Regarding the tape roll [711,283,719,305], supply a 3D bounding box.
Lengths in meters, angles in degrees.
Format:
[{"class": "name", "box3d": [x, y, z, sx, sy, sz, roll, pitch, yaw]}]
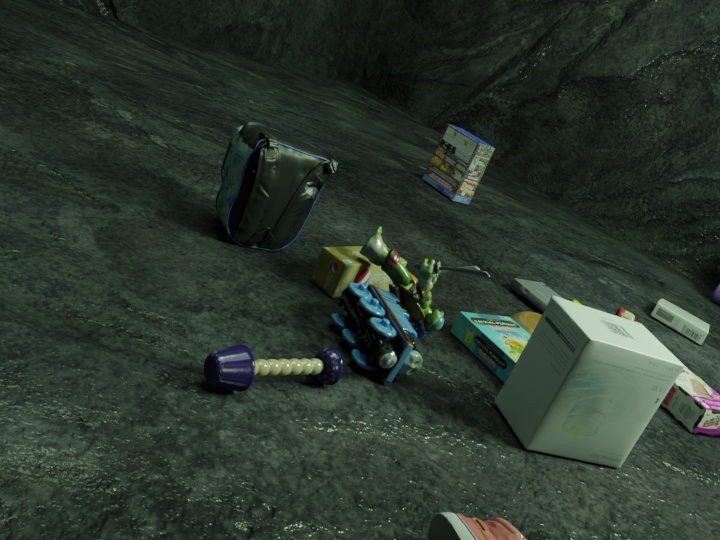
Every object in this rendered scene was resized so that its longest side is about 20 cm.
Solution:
[{"class": "tape roll", "box3d": [1.380, 0.043, 2.799, 0.084, 0.203, 0.199, 33, 21, 24]}]

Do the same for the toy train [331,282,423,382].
[{"class": "toy train", "box3d": [0.030, 0.092, 1.183, 0.112, 0.088, 0.201, 21, 19, -29]}]

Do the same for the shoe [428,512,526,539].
[{"class": "shoe", "box3d": [0.146, 0.317, 0.756, 0.089, 0.073, 0.200, 9, 19, -23]}]

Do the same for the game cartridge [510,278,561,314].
[{"class": "game cartridge", "box3d": [0.455, 0.087, 1.799, 0.127, 0.039, 0.200, 3, 29, -39]}]

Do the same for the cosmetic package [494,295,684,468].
[{"class": "cosmetic package", "box3d": [0.348, 0.176, 1.175, 0.195, 0.203, 0.124, 15, 23, -24]}]

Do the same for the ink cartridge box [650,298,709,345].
[{"class": "ink cartridge box", "box3d": [0.942, 0.146, 2.243, 0.158, 0.048, 0.199, 33, 15, 21]}]

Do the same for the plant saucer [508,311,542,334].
[{"class": "plant saucer", "box3d": [0.392, 0.139, 1.581, 0.196, 0.036, 0.201, 23, 19, -8]}]

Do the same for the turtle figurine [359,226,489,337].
[{"class": "turtle figurine", "box3d": [0.103, -0.009, 1.311, 0.193, 0.201, 0.144, 41, 28, 0]}]

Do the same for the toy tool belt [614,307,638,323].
[{"class": "toy tool belt", "box3d": [0.463, 0.176, 1.325, 0.121, 0.204, 0.125, 27, 27, 15]}]

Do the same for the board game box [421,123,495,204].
[{"class": "board game box", "box3d": [0.320, -0.349, 2.498, 0.096, 0.203, 0.159, 5, 27, -46]}]

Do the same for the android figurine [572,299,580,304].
[{"class": "android figurine", "box3d": [0.500, 0.138, 1.628, 0.199, 0.041, 0.183, 41, 18, -11]}]

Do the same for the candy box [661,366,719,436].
[{"class": "candy box", "box3d": [0.672, 0.256, 1.585, 0.134, 0.062, 0.200, 12, 23, -31]}]

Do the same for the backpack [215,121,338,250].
[{"class": "backpack", "box3d": [-0.169, -0.151, 1.382, 0.180, 0.203, 0.147, 13, 21, -37]}]

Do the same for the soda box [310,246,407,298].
[{"class": "soda box", "box3d": [0.000, 0.000, 1.403, 0.064, 0.069, 0.198, 35, 22, 31]}]

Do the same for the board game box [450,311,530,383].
[{"class": "board game box", "box3d": [0.280, 0.152, 1.389, 0.149, 0.048, 0.200, 8, 26, -41]}]

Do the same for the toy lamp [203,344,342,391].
[{"class": "toy lamp", "box3d": [-0.109, 0.122, 0.971, 0.197, 0.059, 0.058, 4, 28, -46]}]
